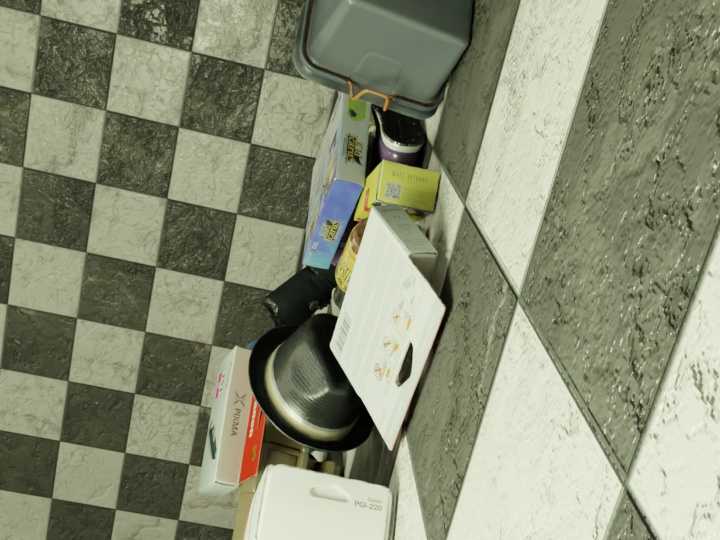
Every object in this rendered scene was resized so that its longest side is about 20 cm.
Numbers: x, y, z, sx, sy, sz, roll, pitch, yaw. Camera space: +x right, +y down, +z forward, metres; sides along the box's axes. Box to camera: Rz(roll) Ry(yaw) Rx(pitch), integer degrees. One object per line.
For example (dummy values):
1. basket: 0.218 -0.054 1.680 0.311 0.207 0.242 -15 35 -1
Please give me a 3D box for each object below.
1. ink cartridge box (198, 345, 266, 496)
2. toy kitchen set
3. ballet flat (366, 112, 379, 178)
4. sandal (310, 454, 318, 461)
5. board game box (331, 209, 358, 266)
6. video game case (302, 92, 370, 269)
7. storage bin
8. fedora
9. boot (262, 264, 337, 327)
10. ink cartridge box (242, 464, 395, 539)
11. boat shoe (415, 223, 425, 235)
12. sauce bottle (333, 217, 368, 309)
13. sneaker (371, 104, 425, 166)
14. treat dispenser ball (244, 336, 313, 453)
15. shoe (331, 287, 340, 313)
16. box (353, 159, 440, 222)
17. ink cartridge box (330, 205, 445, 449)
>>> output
1. ink cartridge box: -0.175 0.205 1.325 0.174 0.043 0.204 136 145 -59
2. toy kitchen set: -0.052 0.296 1.278 0.179 0.161 0.204 -16 58 50
3. ballet flat: 0.038 -0.167 1.378 0.071 0.069 0.204 141 141 -78
4. sandal: -0.098 0.338 1.545 0.048 0.075 0.200 -48 11 2
5. board game box: 0.002 -0.095 1.440 0.120 0.032 0.204 28 -111 -62
6. video game case: -0.033 -0.133 1.320 0.201 0.045 0.184 116 163 -54
7. storage bin: 0.034 -0.279 1.103 0.134 0.196 0.148 136 146 -60
8. fedora: -0.046 0.124 1.169 0.202 0.197 0.092 -88 24 -52
9. boot: -0.080 0.012 1.517 0.167 0.076 0.201 -37 -26 -19
10. ink cartridge box: -0.053 0.292 1.041 0.201 0.143 0.086 113 168 -60
11. boat shoe: 0.028 0.022 1.150 0.075 0.061 0.202 -90 12 -48
12. sauce bottle: 0.000 0.000 1.258 0.201 0.065 0.067 113 167 -61
13. sneaker: 0.044 -0.188 1.310 0.202 0.074 0.089 -89 7 -54
14. treat dispenser ball: -0.125 0.203 1.510 0.201 0.197 0.205 -168 90 -82
15. shoe: -0.012 0.057 1.425 0.200 0.052 0.071 -122 44 -79
16. box: 0.041 -0.092 1.175 0.200 0.074 0.051 162 119 -80
17. ink cartridge box: 0.039 0.061 1.021 0.174 0.043 0.203 55 138 43
